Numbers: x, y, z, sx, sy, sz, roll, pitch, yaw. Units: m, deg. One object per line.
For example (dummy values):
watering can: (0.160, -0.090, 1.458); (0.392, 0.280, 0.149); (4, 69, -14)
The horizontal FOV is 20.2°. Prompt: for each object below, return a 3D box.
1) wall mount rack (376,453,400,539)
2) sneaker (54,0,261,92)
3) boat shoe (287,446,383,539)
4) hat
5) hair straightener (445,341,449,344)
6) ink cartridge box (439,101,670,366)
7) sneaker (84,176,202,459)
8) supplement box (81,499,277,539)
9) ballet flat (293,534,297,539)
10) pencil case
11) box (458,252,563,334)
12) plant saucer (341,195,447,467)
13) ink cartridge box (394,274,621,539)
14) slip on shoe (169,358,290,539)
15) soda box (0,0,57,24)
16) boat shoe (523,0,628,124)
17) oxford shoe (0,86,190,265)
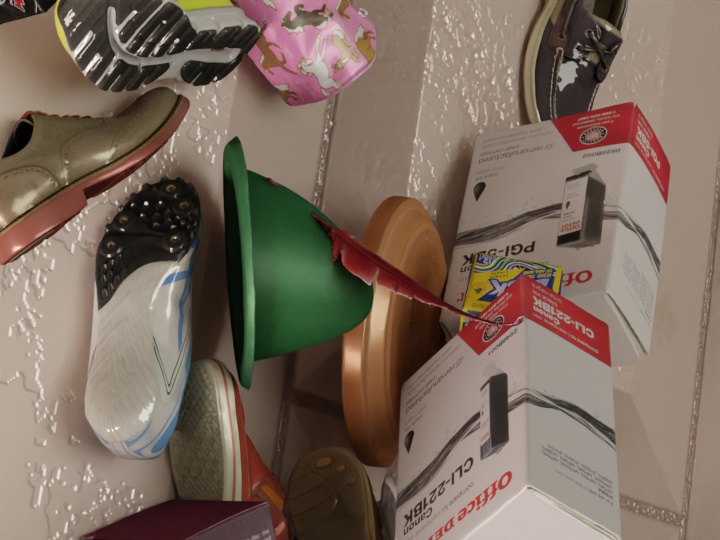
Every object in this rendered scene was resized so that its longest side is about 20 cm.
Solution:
wall mount rack: (0.043, 0.194, 1.483); (0.074, 0.201, 0.175); (-7, 52, -12)
sneaker: (-0.152, -0.176, 1.363); (0.090, 0.078, 0.200); (52, 19, 16)
boat shoe: (-0.006, 0.225, 1.402); (0.068, 0.072, 0.202); (39, 43, -64)
hat: (0.000, 0.000, 1.388); (0.175, 0.166, 0.201); (-3, 56, -7)
hair straightener: (0.110, 0.148, 1.627); (0.077, 0.041, 0.201); (-15, 96, -44)
ink cartridge box: (0.154, -0.022, 1.577); (0.083, 0.146, 0.201); (54, 36, -39)
sneaker: (-0.145, 0.032, 1.378); (0.073, 0.071, 0.201); (68, 28, -65)
supplement box: (-0.102, 0.261, 1.355); (0.085, 0.110, 0.201); (-20, 100, -42)
ballet flat: (-0.033, 0.273, 1.453); (0.068, 0.068, 0.201); (24, 70, -42)
pencil case: (-0.069, -0.217, 1.460); (0.200, 0.082, 0.087); (54, 35, -26)
box: (0.105, 0.084, 1.502); (0.065, 0.070, 0.201); (-74, 170, -47)
plant saucer: (0.030, 0.046, 1.500); (0.200, 0.032, 0.202); (4, 90, -73)
ink cartridge box: (0.096, 0.127, 1.357); (0.083, 0.144, 0.201); (30, 37, -22)
slip on shoe: (-0.085, 0.155, 1.409); (0.061, 0.074, 0.201); (-21, 107, -35)
soda box: (-0.190, -0.251, 1.355); (0.200, 0.063, 0.071); (-52, 121, -34)
boat shoe: (0.191, -0.202, 1.727); (0.072, 0.065, 0.201); (31, 65, -40)
oxford shoe: (-0.187, -0.084, 1.339); (0.075, 0.070, 0.200); (52, 43, -5)
